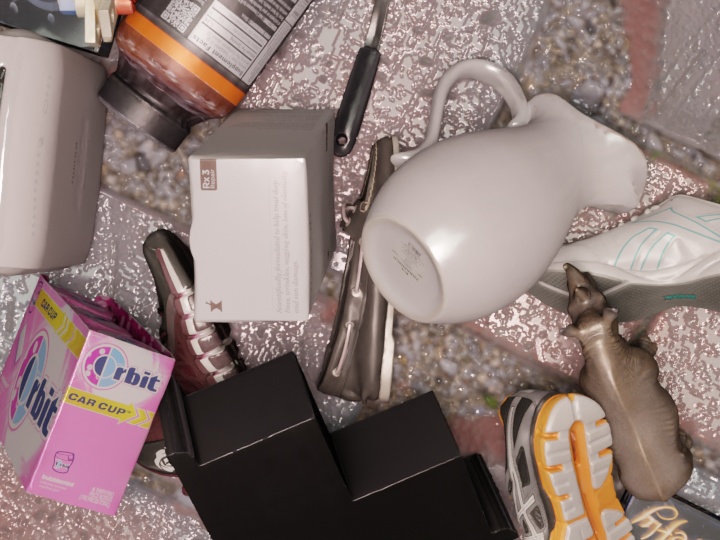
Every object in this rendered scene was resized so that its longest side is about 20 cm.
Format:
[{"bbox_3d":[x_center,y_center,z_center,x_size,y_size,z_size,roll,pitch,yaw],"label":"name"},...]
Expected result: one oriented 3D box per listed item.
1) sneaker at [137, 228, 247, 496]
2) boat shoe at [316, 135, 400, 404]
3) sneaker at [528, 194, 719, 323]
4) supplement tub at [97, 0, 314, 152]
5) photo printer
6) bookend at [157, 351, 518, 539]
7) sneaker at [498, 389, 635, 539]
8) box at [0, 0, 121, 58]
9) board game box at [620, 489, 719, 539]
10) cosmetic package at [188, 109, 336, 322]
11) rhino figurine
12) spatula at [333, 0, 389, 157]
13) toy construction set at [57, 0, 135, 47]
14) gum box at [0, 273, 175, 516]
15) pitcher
[{"bbox_3d":[-0.147,0.079,1.122,0.115,0.076,0.201,-24,91,6],"label":"sneaker"},{"bbox_3d":[0.000,0.000,1.118,0.056,0.067,0.202,3,95,-3],"label":"boat shoe"},{"bbox_3d":[0.217,-0.010,1.116,0.199,0.071,0.081,-3,58,13],"label":"sneaker"},{"bbox_3d":[-0.107,-0.187,1.096,0.107,0.107,0.200,37,93,0],"label":"supplement tub"},{"bbox_3d":[-0.232,-0.080,1.056,0.069,0.200,0.168,6,91,2],"label":"photo printer"},{"bbox_3d":[-0.016,0.133,1.057,0.198,0.092,0.201,-23,126,0],"label":"bookend"},{"bbox_3d":[0.144,0.174,1.085,0.078,0.077,0.202,-16,109,-30],"label":"sneaker"},{"bbox_3d":[-0.264,-0.266,1.129,0.199,0.044,0.161,18,92,1],"label":"box"},{"bbox_3d":[0.267,0.259,1.132,0.199,0.035,0.136,26,93,1],"label":"board game box"},{"bbox_3d":[-0.063,-0.044,1.042,0.080,0.200,0.114,0,107,3],"label":"cosmetic package"},{"bbox_3d":[0.187,0.079,1.077,0.059,0.088,0.201,-20,111,18],"label":"rhino figurine"},{"bbox_3d":[0.011,-0.183,1.132,0.056,0.021,0.202,16,95,14],"label":"spatula"},{"bbox_3d":[-0.248,-0.223,1.042,0.198,0.131,0.093,13,112,-4],"label":"toy construction set"},{"bbox_3d":[-0.204,0.081,1.067,0.066,0.200,0.114,20,93,-25],"label":"gum box"},{"bbox_3d":[0.080,-0.063,1.065,0.200,0.122,0.171,-34,66,-33],"label":"pitcher"}]
